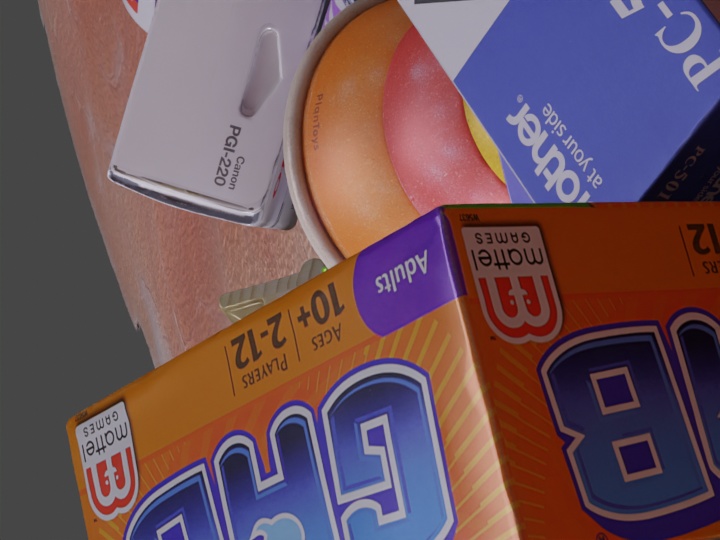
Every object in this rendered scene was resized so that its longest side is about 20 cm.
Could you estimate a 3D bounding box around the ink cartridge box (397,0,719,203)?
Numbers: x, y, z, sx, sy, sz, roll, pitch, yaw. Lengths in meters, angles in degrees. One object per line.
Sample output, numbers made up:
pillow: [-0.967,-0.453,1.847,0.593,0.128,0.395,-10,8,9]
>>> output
ink cartridge box: [0.064,-0.102,0.814,0.094,0.044,0.201,-53,53,32]

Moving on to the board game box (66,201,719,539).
board game box: [0.059,0.106,0.749,0.199,0.199,0.202,-29,70,47]

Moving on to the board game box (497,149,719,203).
board game box: [0.094,-0.095,0.836,0.134,0.029,0.202,-28,69,41]

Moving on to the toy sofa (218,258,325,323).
toy sofa: [-0.006,0.099,1.293,0.083,0.097,0.202,54,-158,-62]

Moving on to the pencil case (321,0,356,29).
pencil case: [0.020,-0.088,1.175,0.086,0.084,0.200,49,156,19]

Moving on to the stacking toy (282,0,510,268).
stacking toy: [0.072,-0.060,0.941,0.200,0.145,0.148,-18,82,59]

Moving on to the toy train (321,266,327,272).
toy train: [0.000,0.000,1.122,0.200,0.149,0.056,-17,89,66]

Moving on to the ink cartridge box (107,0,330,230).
ink cartridge box: [-0.060,-0.100,1.257,0.200,0.084,0.147,-14,-60,-88]

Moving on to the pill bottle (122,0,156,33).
pill bottle: [-0.084,-0.229,1.418,0.201,0.111,0.113,101,155,-53]
